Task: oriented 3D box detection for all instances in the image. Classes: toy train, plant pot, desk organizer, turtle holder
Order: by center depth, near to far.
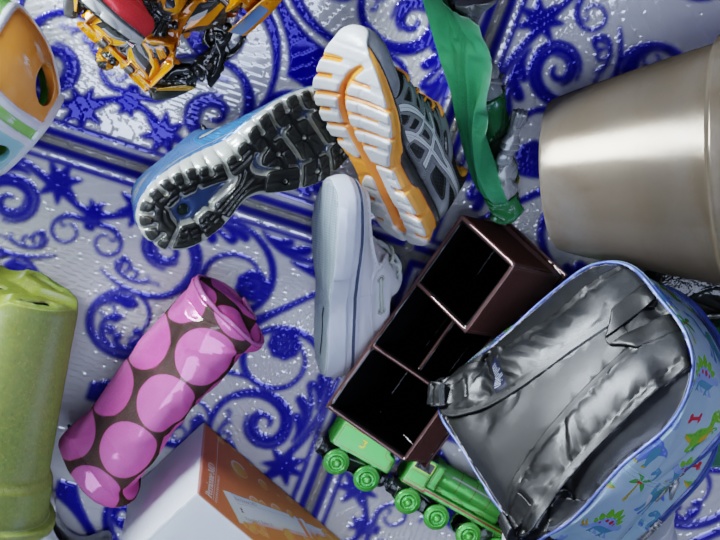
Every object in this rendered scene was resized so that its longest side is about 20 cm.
[{"bbox_3d":[-0.308,-0.126,1.616,0.132,0.141,0.186,38,106,-17],"label":"turtle holder"},{"bbox_3d":[0.231,-0.079,1.636,0.173,0.200,0.201,-2,115,18],"label":"plant pot"},{"bbox_3d":[-0.309,0.089,1.698,0.199,0.200,0.185,17,100,-9],"label":"plant pot"},{"bbox_3d":[0.066,0.056,1.716,0.077,0.072,0.200,11,119,-55],"label":"desk organizer"},{"bbox_3d":[0.054,0.179,1.811,0.199,0.042,0.057,29,99,-13],"label":"toy train"}]

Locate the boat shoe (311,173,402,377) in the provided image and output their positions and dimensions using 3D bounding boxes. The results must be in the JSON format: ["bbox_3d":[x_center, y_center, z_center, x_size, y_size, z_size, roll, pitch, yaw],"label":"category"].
[{"bbox_3d":[0.000,0.000,1.709,0.066,0.074,0.201,-9,138,-13],"label":"boat shoe"}]

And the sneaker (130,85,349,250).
[{"bbox_3d":[-0.093,-0.093,1.669,0.199,0.089,0.079,-27,119,-12],"label":"sneaker"}]

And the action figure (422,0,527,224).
[{"bbox_3d":[0.096,-0.122,1.657,0.054,0.118,0.201,-17,122,-7],"label":"action figure"}]

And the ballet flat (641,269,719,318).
[{"bbox_3d":[0.275,0.012,1.732,0.199,0.057,0.067,-5,113,1],"label":"ballet flat"}]

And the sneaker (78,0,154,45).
[{"bbox_3d":[-0.196,-0.259,1.567,0.085,0.077,0.201,-30,84,4],"label":"sneaker"}]

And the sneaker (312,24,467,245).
[{"bbox_3d":[0.026,-0.113,1.647,0.077,0.078,0.200,-45,138,-24],"label":"sneaker"}]

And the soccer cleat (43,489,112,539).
[{"bbox_3d":[-0.298,0.205,1.804,0.200,0.069,0.085,36,100,-18],"label":"soccer cleat"}]

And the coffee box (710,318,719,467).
[{"bbox_3d":[0.205,0.102,1.777,0.199,0.044,0.124,-2,113,0],"label":"coffee box"}]

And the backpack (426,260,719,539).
[{"bbox_3d":[0.185,0.102,1.633,0.200,0.183,0.147,-45,141,18],"label":"backpack"}]

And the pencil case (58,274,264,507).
[{"bbox_3d":[-0.158,0.096,1.746,0.200,0.094,0.091,-48,62,18],"label":"pencil case"}]

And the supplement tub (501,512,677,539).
[{"bbox_3d":[0.181,0.259,1.768,0.144,0.145,0.201,3,128,-2],"label":"supplement tub"}]

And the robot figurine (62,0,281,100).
[{"bbox_3d":[-0.130,-0.219,1.623,0.145,0.058,0.200,43,106,-15],"label":"robot figurine"}]

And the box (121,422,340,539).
[{"bbox_3d":[-0.093,0.244,1.789,0.200,0.125,0.097,42,106,-18],"label":"box"}]
